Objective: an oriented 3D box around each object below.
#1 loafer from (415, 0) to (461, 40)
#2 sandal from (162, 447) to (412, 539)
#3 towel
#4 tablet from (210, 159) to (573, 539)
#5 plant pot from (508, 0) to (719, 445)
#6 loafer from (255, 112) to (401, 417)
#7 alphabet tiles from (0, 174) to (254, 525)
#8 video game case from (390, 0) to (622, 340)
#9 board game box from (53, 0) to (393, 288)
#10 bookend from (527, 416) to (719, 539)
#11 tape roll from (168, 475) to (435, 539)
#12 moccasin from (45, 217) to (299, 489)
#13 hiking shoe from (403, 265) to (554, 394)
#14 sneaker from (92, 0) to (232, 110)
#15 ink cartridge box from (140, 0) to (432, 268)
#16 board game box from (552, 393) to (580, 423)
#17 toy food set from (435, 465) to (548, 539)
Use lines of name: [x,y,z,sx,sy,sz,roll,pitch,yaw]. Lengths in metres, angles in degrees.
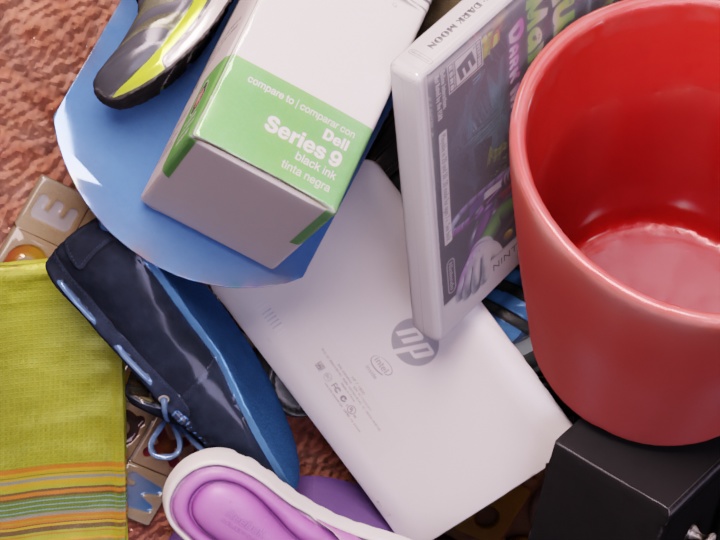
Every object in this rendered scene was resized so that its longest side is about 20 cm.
loafer: [0.082,-0.180,1.143,0.076,0.068,0.201,53,56,-36]
sandal: [-0.024,0.173,1.167,0.202,0.050,0.083,29,108,-13]
towel: [-0.175,0.088,1.210,0.086,0.018,0.201,-6,113,-19]
tablet: [0.017,0.049,1.188,0.130,0.014,0.200,-35,94,25]
plant pot: [0.166,-0.011,1.089,0.199,0.201,0.178,-17,150,-13]
loafer: [0.000,0.000,1.216,0.068,0.070,0.201,24,102,-26]
alphabet tiles: [-0.143,0.036,1.214,0.167,0.008,0.201,26,100,-27]
video game case: [0.087,-0.083,1.098,0.182,0.023,0.201,-43,148,-27]
board game box: [-0.074,-0.088,1.152,0.157,0.039,0.201,30,73,-9]
bookend: [0.126,0.176,1.156,0.198,0.092,0.201,-33,143,-45]
tape roll: [-0.035,0.230,1.258,0.199,0.085,0.201,0,109,0]
moccasin: [-0.104,0.050,1.183,0.068,0.081,0.201,-27,111,12]
hiking shoe: [0.095,0.028,1.232,0.199,0.087,0.074,-15,152,6]
sneaker: [-0.094,-0.176,1.101,0.081,0.074,0.201,28,76,-6]
ink cartridge box: [-0.024,-0.118,1.072,0.084,0.146,0.201,27,74,-8]
board game box: [0.170,0.047,1.322,0.135,0.028,0.201,-17,116,-12]
toy food set: [0.099,0.177,1.310,0.199,0.060,0.144,26,108,-18]
